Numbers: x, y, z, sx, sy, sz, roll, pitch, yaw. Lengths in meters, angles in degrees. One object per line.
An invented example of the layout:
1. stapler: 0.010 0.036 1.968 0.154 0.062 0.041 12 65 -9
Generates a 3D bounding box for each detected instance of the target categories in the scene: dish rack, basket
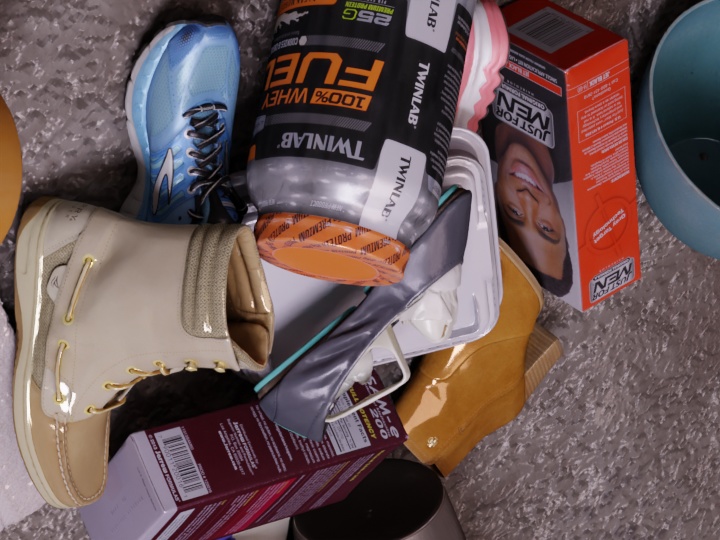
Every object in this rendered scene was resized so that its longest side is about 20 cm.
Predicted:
1. dish rack: 0.000 0.000 1.541 0.199 0.044 0.172 -14 125 -7
2. basket: 0.023 0.251 1.695 0.136 0.179 0.201 -68 150 -57

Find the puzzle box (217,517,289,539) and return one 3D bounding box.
1. puzzle box: -0.120 0.252 1.650 0.132 0.025 0.201 -8 119 -37

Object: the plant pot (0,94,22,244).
1. plant pot: -0.284 -0.055 1.227 0.183 0.200 0.201 -4 117 -56

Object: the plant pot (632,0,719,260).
1. plant pot: 0.282 -0.085 1.709 0.199 0.201 0.135 -28 166 -26

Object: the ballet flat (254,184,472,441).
1. ballet flat: 0.018 0.035 1.493 0.200 0.073 0.073 -46 138 13

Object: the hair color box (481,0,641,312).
1. hair color box: 0.139 -0.082 1.626 0.061 0.101 0.201 -29 129 -26

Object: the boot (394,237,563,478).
1. boot: 0.067 0.060 1.669 0.144 0.071 0.201 -45 139 -12

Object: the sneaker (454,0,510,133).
1. sneaker: 0.034 -0.094 1.567 0.086 0.074 0.201 6 114 -19

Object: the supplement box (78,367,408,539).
1. supplement box: -0.079 0.133 1.558 0.199 0.061 0.109 -13 159 -35

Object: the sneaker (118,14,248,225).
1. sneaker: -0.097 -0.061 1.442 0.078 0.090 0.201 -10 119 -37

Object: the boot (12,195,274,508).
1. boot: -0.130 0.059 1.418 0.073 0.154 0.201 -32 126 -64

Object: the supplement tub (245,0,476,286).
1. supplement tub: -0.002 -0.099 1.432 0.122 0.122 0.201 25 70 -46

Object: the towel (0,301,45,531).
1. towel: -0.256 0.098 1.437 0.132 0.034 0.201 -36 133 -19
